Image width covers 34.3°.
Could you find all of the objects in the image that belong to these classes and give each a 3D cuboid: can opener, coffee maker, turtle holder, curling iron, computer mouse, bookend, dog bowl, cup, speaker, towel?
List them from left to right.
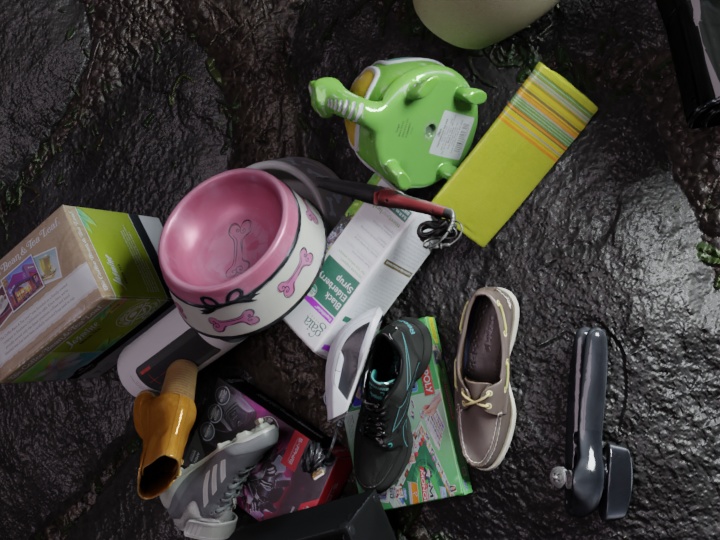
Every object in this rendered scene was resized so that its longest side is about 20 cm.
[{"bbox_3d":[-0.218,0.089,1.430,0.199,0.080,0.082,-33,72,41],"label":"speaker"},{"bbox_3d":[-0.140,-0.028,1.313,0.197,0.074,0.203,-14,52,19],"label":"dog bowl"},{"bbox_3d":[-0.101,-0.041,1.416,0.197,0.058,0.204,-2,86,29],"label":"dog bowl"},{"bbox_3d":[-0.043,0.376,1.310,0.197,0.092,0.202,-19,97,26],"label":"bookend"},{"bbox_3d":[-0.026,0.130,1.289,0.043,0.110,0.203,20,93,6],"label":"computer mouse"},{"bbox_3d":[0.025,-0.070,1.270,0.198,0.025,0.050,25,86,32],"label":"curling iron"},{"bbox_3d":[0.035,-0.164,1.285,0.131,0.183,0.143,36,142,45],"label":"turtle holder"},{"bbox_3d":[0.129,-0.326,1.248,0.201,0.198,0.144,53,136,20],"label":"cup"},{"bbox_3d":[0.165,-0.124,1.272,0.085,0.018,0.201,33,107,-18],"label":"towel"},{"bbox_3d":[0.239,0.161,1.228,0.063,0.077,0.204,162,108,-66],"label":"can opener"},{"bbox_3d":[0.339,-0.248,1.149,0.190,0.134,0.204,-17,81,29],"label":"coffee maker"}]

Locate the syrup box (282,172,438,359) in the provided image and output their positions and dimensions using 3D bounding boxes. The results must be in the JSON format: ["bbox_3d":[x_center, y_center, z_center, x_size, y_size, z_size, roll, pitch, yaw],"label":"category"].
[{"bbox_3d":[0.000,0.000,1.328,0.079,0.081,0.201,41,98,31],"label":"syrup box"}]

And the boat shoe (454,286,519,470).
[{"bbox_3d":[0.134,0.119,1.278,0.071,0.059,0.204,7,90,28],"label":"boat shoe"}]

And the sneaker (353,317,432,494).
[{"bbox_3d":[0.021,0.150,1.296,0.074,0.079,0.204,13,95,27],"label":"sneaker"}]

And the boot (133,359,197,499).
[{"bbox_3d":[-0.248,0.211,1.407,0.202,0.070,0.146,126,159,-50],"label":"boot"}]

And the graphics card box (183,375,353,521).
[{"bbox_3d":[-0.113,0.229,1.412,0.198,0.051,0.127,31,102,27],"label":"graphics card box"}]

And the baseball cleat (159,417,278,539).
[{"bbox_3d":[-0.154,0.254,1.376,0.199,0.069,0.108,-33,79,35],"label":"baseball cleat"}]

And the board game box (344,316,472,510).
[{"bbox_3d":[0.044,0.168,1.342,0.133,0.029,0.204,-16,79,26],"label":"board game box"}]

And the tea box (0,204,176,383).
[{"bbox_3d":[-0.352,0.033,1.470,0.199,0.196,0.135,-36,72,22],"label":"tea box"}]
